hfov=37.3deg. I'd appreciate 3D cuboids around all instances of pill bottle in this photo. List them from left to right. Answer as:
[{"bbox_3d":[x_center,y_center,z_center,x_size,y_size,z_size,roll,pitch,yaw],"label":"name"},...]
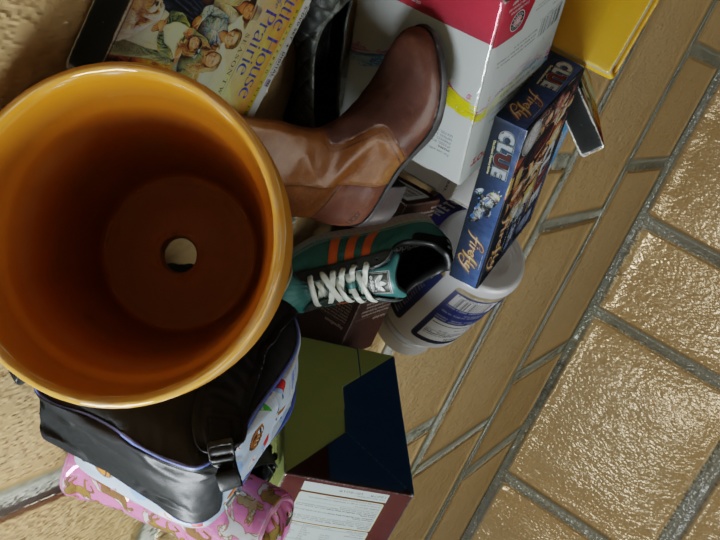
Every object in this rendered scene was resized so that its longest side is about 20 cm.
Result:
[{"bbox_3d":[0.096,0.023,1.259,0.111,0.111,0.200,-41,176,-39],"label":"pill bottle"}]

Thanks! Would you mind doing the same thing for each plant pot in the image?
[{"bbox_3d":[-0.136,-0.017,0.704,0.201,0.200,0.183,-58,175,0],"label":"plant pot"}]

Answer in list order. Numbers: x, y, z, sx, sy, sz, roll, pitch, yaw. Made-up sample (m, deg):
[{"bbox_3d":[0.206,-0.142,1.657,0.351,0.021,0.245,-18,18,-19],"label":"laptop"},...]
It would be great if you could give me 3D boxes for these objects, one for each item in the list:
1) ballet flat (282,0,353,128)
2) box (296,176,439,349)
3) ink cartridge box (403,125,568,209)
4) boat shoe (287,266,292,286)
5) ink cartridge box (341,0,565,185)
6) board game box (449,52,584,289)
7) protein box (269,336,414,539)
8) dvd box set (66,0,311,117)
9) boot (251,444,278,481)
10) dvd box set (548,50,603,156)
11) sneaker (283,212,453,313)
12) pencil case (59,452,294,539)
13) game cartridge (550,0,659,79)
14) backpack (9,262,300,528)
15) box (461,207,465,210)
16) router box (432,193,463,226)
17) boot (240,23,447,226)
[{"bbox_3d":[-0.025,-0.180,0.895,0.066,0.057,0.200,-42,155,-39],"label":"ballet flat"},{"bbox_3d":[0.004,-0.006,1.198,0.100,0.075,0.201,-14,130,-63],"label":"box"},{"bbox_3d":[0.143,-0.150,1.238,0.200,0.125,0.129,-13,131,-64],"label":"ink cartridge box"},{"bbox_3d":[-0.132,0.061,0.976,0.200,0.072,0.065,-52,172,-6],"label":"boat shoe"},{"bbox_3d":[0.087,-0.214,0.980,0.145,0.144,0.200,-43,154,-39],"label":"ink cartridge box"},{"bbox_3d":[0.151,-0.095,1.042,0.136,0.035,0.200,-47,159,-41],"label":"board game box"},{"bbox_3d":[-0.050,0.214,1.135,0.199,0.134,0.200,-97,-154,-51],"label":"protein box"},{"bbox_3d":[-0.105,-0.182,0.743,0.147,0.029,0.200,-62,160,9],"label":"dvd box set"},{"bbox_3d":[-0.117,0.158,1.049,0.200,0.138,0.078,-22,140,-60],"label":"boot"},{"bbox_3d":[0.231,-0.237,1.212,0.147,0.029,0.200,60,21,-25],"label":"dvd box set"},{"bbox_3d":[0.000,0.000,1.081,0.199,0.080,0.072,-21,120,-11],"label":"sneaker"},{"bbox_3d":[-0.159,0.192,0.918,0.087,0.199,0.083,-65,168,-10],"label":"pencil case"},{"bbox_3d":[0.203,-0.307,1.041,0.177,0.200,0.032,-60,157,6],"label":"game cartridge"},{"bbox_3d":[-0.138,0.093,0.850,0.191,0.199,0.154,-51,162,-38],"label":"backpack"},{"bbox_3d":[0.149,-0.028,1.424,0.121,0.032,0.201,-32,146,-51],"label":"box"},{"bbox_3d":[0.099,-0.020,1.436,0.200,0.049,0.180,-29,145,-53],"label":"router box"},{"bbox_3d":[-0.034,-0.119,0.868,0.199,0.069,0.189,-3,130,-43],"label":"boot"}]
